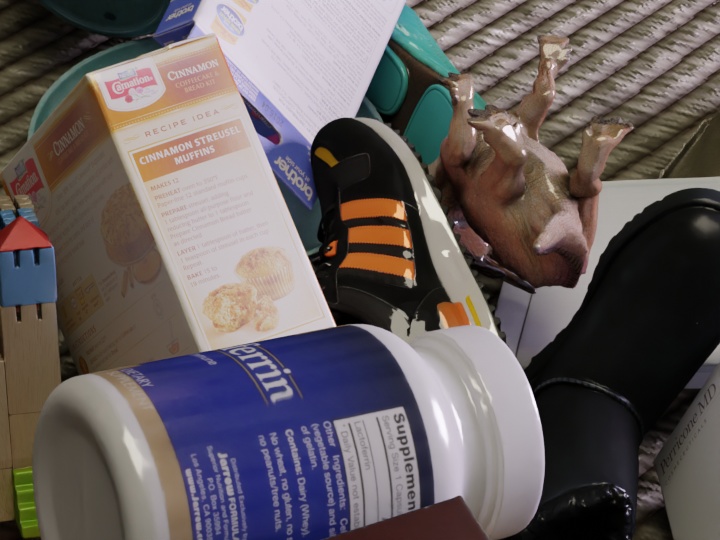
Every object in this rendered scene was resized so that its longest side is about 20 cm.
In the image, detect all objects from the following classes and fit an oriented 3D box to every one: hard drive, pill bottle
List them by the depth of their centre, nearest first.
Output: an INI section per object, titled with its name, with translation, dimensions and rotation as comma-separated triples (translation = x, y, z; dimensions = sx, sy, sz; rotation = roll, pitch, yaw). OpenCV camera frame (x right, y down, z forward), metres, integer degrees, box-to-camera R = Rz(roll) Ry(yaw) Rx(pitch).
[pill bottle]
translation = -0.028, 0.086, 1.271
dimensions = 0.199, 0.116, 0.116
rotation = -10, 44, -28
[hard drive]
translation = 0.171, 0.005, 1.554
dimensions = 0.199, 0.027, 0.132
rotation = -1, 47, 22

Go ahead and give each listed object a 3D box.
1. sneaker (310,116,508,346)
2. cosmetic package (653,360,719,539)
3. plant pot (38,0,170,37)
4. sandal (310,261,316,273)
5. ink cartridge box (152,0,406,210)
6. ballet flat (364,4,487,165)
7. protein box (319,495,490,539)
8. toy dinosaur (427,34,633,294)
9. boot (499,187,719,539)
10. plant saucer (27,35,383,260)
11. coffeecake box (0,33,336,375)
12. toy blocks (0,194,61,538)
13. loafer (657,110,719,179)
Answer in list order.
[sneaker]
translation = 0.000, 0.000, 1.504
dimensions = 0.089, 0.070, 0.201
rotation = -13, 51, -20
[cosmetic package]
translation = 0.211, 0.133, 1.408
dimensions = 0.081, 0.113, 0.201
rotation = 12, 38, -21
[plant pot]
translation = -0.130, -0.212, 1.701
dimensions = 0.199, 0.201, 0.135
rotation = 14, 53, 8
[sandal]
translation = -0.038, 0.062, 1.512
dimensions = 0.075, 0.048, 0.201
rotation = -6, 56, -32
[ink cartridge box]
translation = -0.040, -0.139, 1.614
dimensions = 0.042, 0.119, 0.201
rotation = -17, 39, 40
[ballet flat]
translation = 0.046, -0.089, 1.678
dimensions = 0.070, 0.068, 0.200
rotation = -3, 42, -38
[protein box]
translation = -0.025, 0.228, 1.220
dimensions = 0.199, 0.199, 0.135
rotation = -15, 48, -23
[toy dinosaur]
translation = 0.080, -0.030, 1.514
dimensions = 0.085, 0.136, 0.200
rotation = -6, 29, -17
[boot]
translation = 0.117, 0.072, 1.421
dimensions = 0.073, 0.198, 0.163
rotation = 33, 31, -10
[plant saucer]
translation = -0.083, -0.055, 1.643
dimensions = 0.199, 0.036, 0.201
rotation = 4, 42, -3
[coffeecake box]
translation = -0.085, 0.012, 1.419
dimensions = 0.073, 0.153, 0.201
rotation = -20, 83, -26
[toy blocks]
translation = -0.174, 0.028, 1.408
dimensions = 0.099, 0.138, 0.200
rotation = -6, 15, -12
[loafer]
translation = 0.215, -0.069, 1.670
dimensions = 0.075, 0.070, 0.200
rotation = 25, 46, 19
